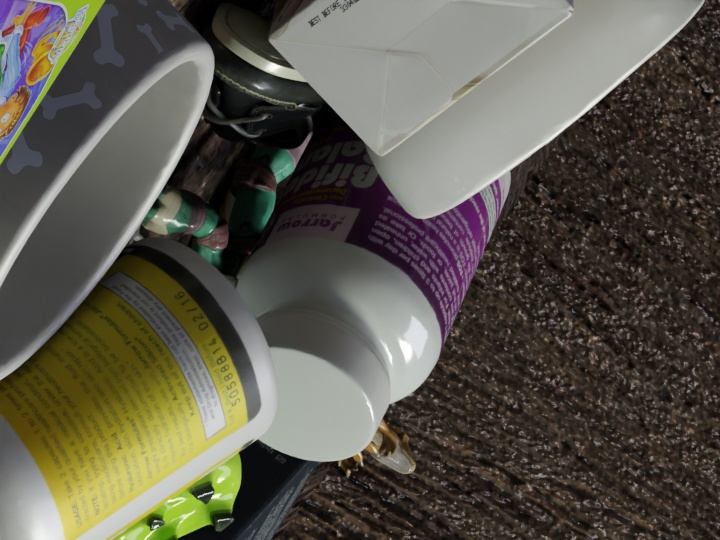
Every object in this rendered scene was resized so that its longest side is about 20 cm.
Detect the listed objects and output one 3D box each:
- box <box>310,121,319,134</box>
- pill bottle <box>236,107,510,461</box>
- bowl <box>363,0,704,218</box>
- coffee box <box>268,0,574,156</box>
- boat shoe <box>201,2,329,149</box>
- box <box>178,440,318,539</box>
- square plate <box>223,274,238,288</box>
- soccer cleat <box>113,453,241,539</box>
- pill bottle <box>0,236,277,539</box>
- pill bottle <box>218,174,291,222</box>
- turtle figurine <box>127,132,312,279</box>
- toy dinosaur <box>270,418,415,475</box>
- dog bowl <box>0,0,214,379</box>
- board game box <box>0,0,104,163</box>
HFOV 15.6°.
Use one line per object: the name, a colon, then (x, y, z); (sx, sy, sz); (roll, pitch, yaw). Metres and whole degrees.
box: (0.030, -0.138, 1.473); (0.110, 0.035, 0.200); (-20, 143, -24)
pill bottle: (0.000, 0.000, 1.374); (0.200, 0.112, 0.112); (-65, -178, -42)
bowl: (0.066, -0.143, 1.305); (0.200, 0.075, 0.200); (-39, -152, 20)
coffee box: (0.032, -0.156, 1.183); (0.114, 0.080, 0.200); (-35, -156, 25)
boat shoe: (-0.049, -0.093, 1.348); (0.068, 0.072, 0.200); (-56, 176, 4)
box: (-0.131, 0.126, 1.512); (0.107, 0.148, 0.200); (-59, 171, 31)
square plate: (-0.168, 0.071, 1.306); (0.200, 0.028, 0.198); (-57, 153, 12)
soccer cleat: (-0.155, 0.122, 1.291); (0.199, 0.081, 0.068); (-24, 142, -5)
pill bottle: (-0.143, 0.076, 1.192); (0.200, 0.111, 0.111); (-34, 163, -32)
pill bottle: (-0.041, -0.005, 1.643); (0.113, 0.113, 0.200); (-48, 170, -43)
turtle figurine: (-0.088, 0.001, 1.462); (0.200, 0.100, 0.150); (-56, 176, -42)
toy dinosaur: (-0.020, 0.054, 1.518); (0.106, 0.060, 0.200); (-81, 158, -50)
dog bowl: (-0.133, -0.037, 1.098); (0.200, 0.059, 0.200); (-55, 174, -9)
board game box: (-0.176, -0.027, 0.908); (0.200, 0.045, 0.134); (-56, 173, 8)
